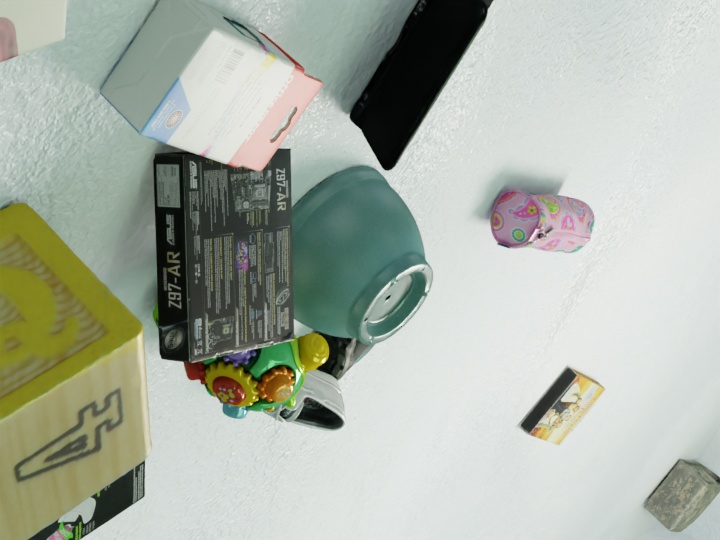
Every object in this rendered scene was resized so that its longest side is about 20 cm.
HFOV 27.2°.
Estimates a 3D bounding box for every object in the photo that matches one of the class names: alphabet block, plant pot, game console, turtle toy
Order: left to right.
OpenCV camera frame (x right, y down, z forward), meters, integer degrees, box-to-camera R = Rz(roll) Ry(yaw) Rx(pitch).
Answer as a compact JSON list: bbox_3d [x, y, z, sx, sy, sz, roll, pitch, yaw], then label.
[{"bbox_3d":[-0.315,0.099,1.316,0.196,0.195,0.201,-35,151,-28],"label":"alphabet block"},{"bbox_3d":[-0.141,0.084,1.610,0.145,0.200,0.101,-27,-156,41],"label":"turtle toy"},{"bbox_3d":[0.000,0.000,1.728,0.200,0.134,0.201,-37,153,-23],"label":"plant pot"},{"bbox_3d":[0.088,-0.211,1.590,0.175,0.116,0.201,1,127,-57],"label":"game console"}]

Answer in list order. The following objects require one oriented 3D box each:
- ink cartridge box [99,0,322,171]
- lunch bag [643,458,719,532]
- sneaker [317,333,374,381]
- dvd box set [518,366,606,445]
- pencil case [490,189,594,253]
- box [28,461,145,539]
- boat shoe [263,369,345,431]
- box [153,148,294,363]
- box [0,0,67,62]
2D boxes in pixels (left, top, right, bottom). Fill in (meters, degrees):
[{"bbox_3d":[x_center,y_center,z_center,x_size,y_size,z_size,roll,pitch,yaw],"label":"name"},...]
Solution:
[{"bbox_3d":[-0.131,-0.169,1.367,0.116,0.067,0.200,-53,154,12],"label":"ink cartridge box"},{"bbox_3d":[0.848,0.586,3.867,0.165,0.118,0.200,-54,149,11],"label":"lunch bag"},{"bbox_3d":[-0.001,0.057,1.895,0.200,0.075,0.079,-53,165,30],"label":"sneaker"},{"bbox_3d":[0.380,0.257,2.787,0.147,0.029,0.200,-51,154,6],"label":"dvd box set"},{"bbox_3d":[0.257,-0.066,2.089,0.088,0.087,0.199,-56,154,18],"label":"pencil case"},{"bbox_3d":[-0.333,0.196,1.470,0.199,0.148,0.125,-32,152,-31],"label":"box"},{"bbox_3d":[-0.093,0.155,1.826,0.072,0.069,0.200,-39,141,19],"label":"boat shoe"},{"bbox_3d":[-0.133,-0.020,1.481,0.160,0.043,0.202,-11,102,-52],"label":"box"},{"bbox_3d":[-0.309,-0.198,0.985,0.199,0.128,0.109,-27,148,-35],"label":"box"}]
